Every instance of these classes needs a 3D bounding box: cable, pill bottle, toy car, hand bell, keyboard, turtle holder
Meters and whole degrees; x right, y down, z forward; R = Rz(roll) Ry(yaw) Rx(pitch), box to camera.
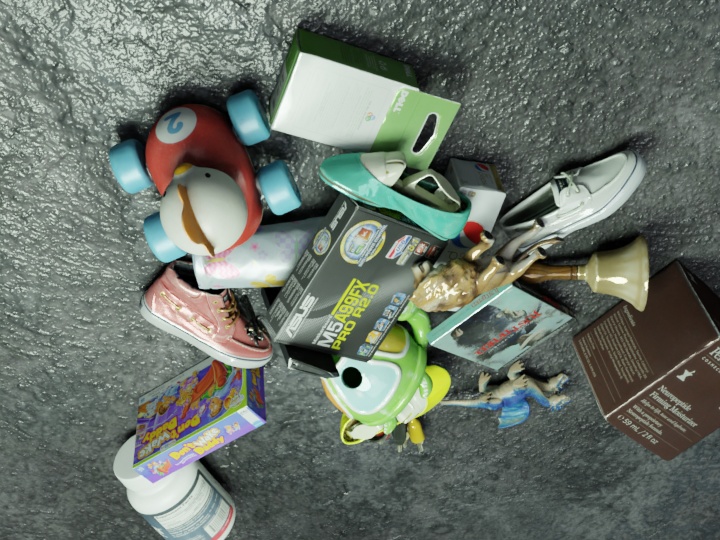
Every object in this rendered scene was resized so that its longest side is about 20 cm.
[{"bbox_3d":[0.054,0.201,1.462,0.097,0.050,0.200,6,118,9],"label":"cable"},{"bbox_3d":[-0.289,0.339,1.462,0.119,0.120,0.200,-22,128,10],"label":"pill bottle"},{"bbox_3d":[-0.178,-0.089,1.050,0.184,0.200,0.177,-22,107,5],"label":"toy car"},{"bbox_3d":[0.287,0.003,1.305,0.199,0.104,0.104,1,130,9],"label":"hand bell"},{"bbox_3d":[-0.102,0.073,1.219,0.127,0.200,0.021,23,107,-25],"label":"keyboard"},{"bbox_3d":[0.024,0.127,1.314,0.132,0.141,0.185,29,133,-28],"label":"turtle holder"}]

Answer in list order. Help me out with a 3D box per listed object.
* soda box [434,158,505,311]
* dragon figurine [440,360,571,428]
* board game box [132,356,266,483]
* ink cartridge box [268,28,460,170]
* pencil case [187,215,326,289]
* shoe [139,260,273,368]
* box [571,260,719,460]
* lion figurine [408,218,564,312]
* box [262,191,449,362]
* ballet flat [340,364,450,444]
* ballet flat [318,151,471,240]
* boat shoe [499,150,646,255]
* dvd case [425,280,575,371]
[{"bbox_3d":[0.124,-0.043,1.238,0.063,0.068,0.200,6,128,-13],"label":"soda box"},{"bbox_3d":[0.226,0.201,1.459,0.200,0.059,0.100,-25,128,11],"label":"dragon figurine"},{"bbox_3d":[-0.228,0.197,1.344,0.200,0.135,0.045,-30,127,16],"label":"board game box"},{"bbox_3d":[0.003,-0.195,1.102,0.199,0.059,0.104,14,127,-18],"label":"ink cartridge box"},{"bbox_3d":[-0.117,-0.024,1.210,0.199,0.091,0.083,-1,159,-5],"label":"pencil case"},{"bbox_3d":[-0.190,0.059,1.276,0.200,0.072,0.091,28,126,-22],"label":"shoe"},{"bbox_3d":[0.447,0.132,1.365,0.166,0.164,0.200,33,118,-30],"label":"box"},{"bbox_3d":[0.159,0.000,1.187,0.200,0.073,0.123,-4,147,-39],"label":"lion figurine"},{"bbox_3d":[-0.005,0.013,1.171,0.160,0.044,0.200,18,112,-41],"label":"box"},{"bbox_3d":[0.047,0.206,1.399,0.200,0.067,0.067,-31,102,28],"label":"ballet flat"},{"bbox_3d":[0.049,-0.102,1.113,0.200,0.067,0.070,24,124,-25],"label":"ballet flat"},{"bbox_3d":[0.268,-0.092,1.214,0.200,0.074,0.067,-40,126,24],"label":"boat shoe"},{"bbox_3d":[0.202,0.079,1.338,0.146,0.022,0.200,-38,146,21],"label":"dvd case"}]
